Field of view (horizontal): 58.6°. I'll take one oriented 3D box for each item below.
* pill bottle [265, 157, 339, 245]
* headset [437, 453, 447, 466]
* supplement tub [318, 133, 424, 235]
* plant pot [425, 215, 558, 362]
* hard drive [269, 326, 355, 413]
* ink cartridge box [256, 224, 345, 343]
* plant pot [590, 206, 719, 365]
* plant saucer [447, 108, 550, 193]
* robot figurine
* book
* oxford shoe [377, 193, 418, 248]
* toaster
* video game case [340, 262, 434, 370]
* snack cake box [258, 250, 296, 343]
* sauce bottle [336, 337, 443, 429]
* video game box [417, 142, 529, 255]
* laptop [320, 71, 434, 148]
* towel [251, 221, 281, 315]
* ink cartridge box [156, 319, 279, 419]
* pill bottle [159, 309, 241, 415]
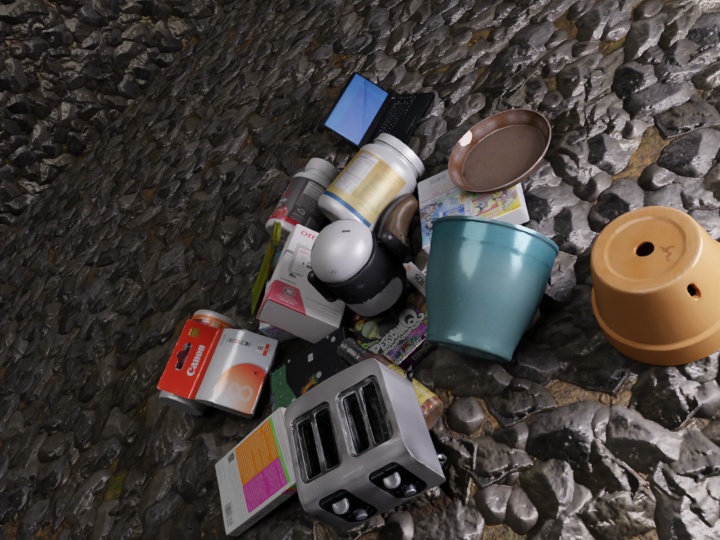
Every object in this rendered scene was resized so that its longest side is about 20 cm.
[{"bbox_3d":[-0.125,-0.154,1.468,0.111,0.111,0.200,7,62,43],"label":"pill bottle"},{"bbox_3d":[0.035,0.300,1.004,0.200,0.094,0.124,-28,45,42],"label":"headset"},{"bbox_3d":[0.024,-0.168,1.327,0.200,0.145,0.145,-50,40,-6],"label":"supplement tub"},{"bbox_3d":[0.188,0.038,0.996,0.200,0.200,0.188,6,77,43],"label":"plant pot"},{"bbox_3d":[-0.085,0.207,1.162,0.200,0.038,0.140,-34,45,27],"label":"hard drive"},{"bbox_3d":[-0.097,0.025,1.237,0.083,0.146,0.200,125,165,-47],"label":"ink cartridge box"},{"bbox_3d":[0.400,0.007,0.867,0.200,0.140,0.200,-23,44,25],"label":"plant pot"},{"bbox_3d":[0.259,-0.215,1.187,0.200,0.034,0.201,-21,45,23],"label":"plant saucer"},{"bbox_3d":[0.001,-0.002,1.109,0.150,0.200,0.125,-52,38,-8],"label":"robot figurine"},{"bbox_3d":[-0.172,0.348,1.107,0.200,0.048,0.134,-41,46,23],"label":"book"},{"bbox_3d":[0.074,-0.056,1.254,0.084,0.073,0.200,18,82,45],"label":"oxford shoe"},{"bbox_3d":[0.003,0.239,0.918,0.181,0.119,0.200,-31,48,15],"label":"toaster"},{"bbox_3d":[0.065,0.096,1.157,0.200,0.036,0.181,-44,39,2],"label":"video game case"},{"bbox_3d":[-0.138,0.042,1.349,0.115,0.067,0.200,-20,46,26],"label":"snack cake box"},{"bbox_3d":[0.043,0.181,1.044,0.200,0.066,0.066,34,81,33],"label":"sauce bottle"},{"bbox_3d":[0.208,-0.133,1.219,0.200,0.047,0.182,-22,43,25],"label":"video game box"},{"bbox_3d":[0.041,-0.383,1.525,0.200,0.103,0.177,10,65,44],"label":"laptop"},{"bbox_3d":[-0.208,-0.004,1.392,0.086,0.018,0.200,-95,24,-55],"label":"towel"},{"bbox_3d":[-0.280,0.186,1.275,0.050,0.200,0.162,112,176,-62],"label":"ink cartridge box"},{"bbox_3d":[-0.338,0.194,1.354,0.114,0.114,0.200,-4,55,38],"label":"pill bottle"}]
